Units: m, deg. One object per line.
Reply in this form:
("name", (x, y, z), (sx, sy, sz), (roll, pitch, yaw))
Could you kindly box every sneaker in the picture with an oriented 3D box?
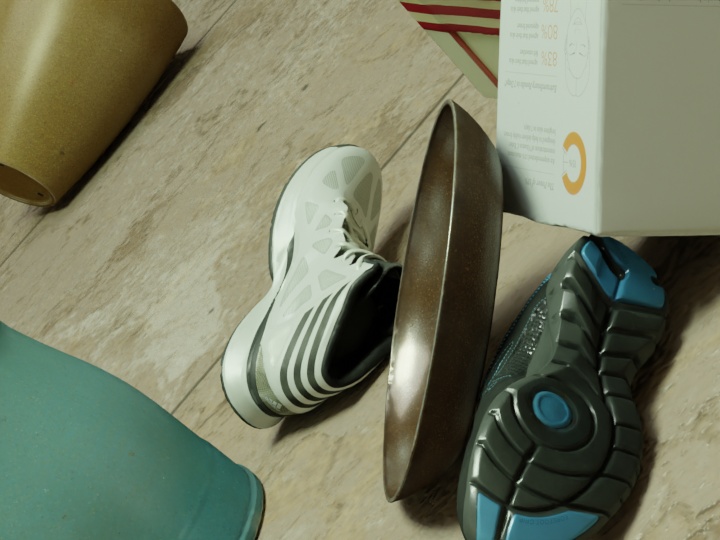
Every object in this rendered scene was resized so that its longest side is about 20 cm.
("sneaker", (0.086, 0.072, 1.139), (0.082, 0.073, 0.200), (-51, 5, 42))
("sneaker", (0.000, 0.000, 1.468), (0.115, 0.076, 0.202), (-16, 42, 40))

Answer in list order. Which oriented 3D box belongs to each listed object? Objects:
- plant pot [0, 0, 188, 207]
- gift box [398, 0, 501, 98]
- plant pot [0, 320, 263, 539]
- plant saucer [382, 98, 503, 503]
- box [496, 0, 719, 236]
("plant pot", (-0.279, -0.167, 2.255), (0.186, 0.186, 0.201), (-11, 52, 60))
("gift box", (0.119, -0.215, 1.478), (0.200, 0.185, 0.186), (-47, 27, -16))
("plant pot", (-0.189, 0.129, 1.401), (0.200, 0.188, 0.200), (-40, 19, 17))
("plant saucer", (0.042, 0.017, 1.243), (0.200, 0.032, 0.202), (-173, 90, -86))
("box", (0.133, -0.122, 1.202), (0.124, 0.097, 0.202), (-161, 72, -69))
